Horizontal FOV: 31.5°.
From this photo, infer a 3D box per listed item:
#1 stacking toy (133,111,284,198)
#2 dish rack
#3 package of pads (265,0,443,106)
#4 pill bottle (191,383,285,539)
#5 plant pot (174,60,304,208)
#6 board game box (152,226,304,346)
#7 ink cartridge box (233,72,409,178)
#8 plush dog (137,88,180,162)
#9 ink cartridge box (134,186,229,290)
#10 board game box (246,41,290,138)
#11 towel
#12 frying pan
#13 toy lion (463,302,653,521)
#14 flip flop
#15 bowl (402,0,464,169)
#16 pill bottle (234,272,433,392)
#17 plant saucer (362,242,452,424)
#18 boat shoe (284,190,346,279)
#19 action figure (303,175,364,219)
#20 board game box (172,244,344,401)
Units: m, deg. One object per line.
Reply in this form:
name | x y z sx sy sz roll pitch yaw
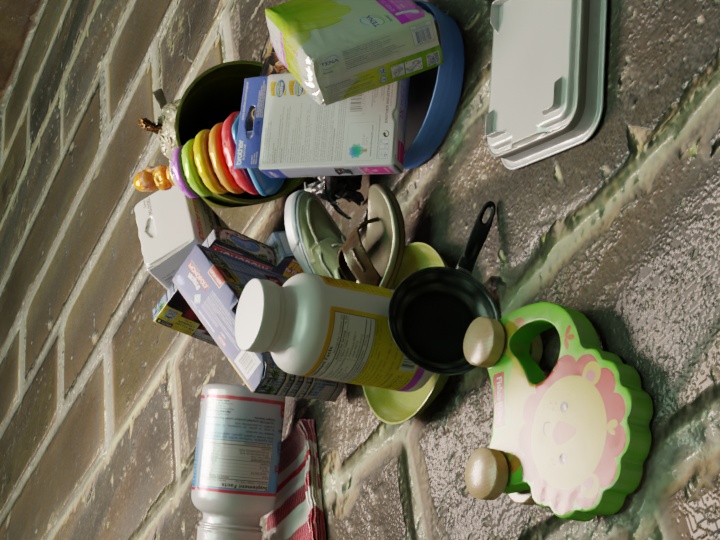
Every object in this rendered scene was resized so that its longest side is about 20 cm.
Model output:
stacking toy | -0.205 -0.134 1.649 0.199 0.110 0.116 -15 26 17
dish rack | 0.175 -0.211 1.259 0.172 0.043 0.201 -18 65 60
package of pads | -0.015 -0.266 1.444 0.200 0.154 0.068 -127 18 -57
pill bottle | -0.157 0.248 1.624 0.109 0.108 0.201 -10 73 62
plant pot | -0.178 -0.171 1.817 0.193 0.200 0.201 147 130 -70
board game box | -0.142 0.013 1.688 0.200 0.200 0.062 -51 36 20
ink cartridge box | -0.045 -0.169 1.469 0.199 0.042 0.120 0 76 20
plush dog | -0.238 -0.230 2.011 0.171 0.160 0.201 -13 66 37
ink cartridge box | -0.218 -0.011 1.785 0.084 0.200 0.145 -32 42 10
board game box | -0.060 -0.247 1.580 0.135 0.035 0.201 -5 55 29
towel | -0.088 0.305 1.612 0.144 0.023 0.201 -50 38 46
frying pan | 0.082 0.017 1.286 0.031 0.115 0.191 113 159 -64
toy lion | 0.175 0.120 1.119 0.192 0.069 0.201 -28 55 50
flip flop | 0.000 0.000 1.443 0.081 0.057 0.201 34 110 62
bowl | 0.058 -0.215 1.498 0.201 0.039 0.201 -33 51 55
pill bottle | -0.023 0.061 1.302 0.104 0.199 0.105 -36 48 54
plant saucer | 0.059 0.070 1.397 0.200 0.031 0.201 -36 49 55
boat shoe | -0.029 -0.007 1.529 0.062 0.072 0.201 -25 85 39
action figure | -0.044 -0.150 1.600 0.102 0.119 0.201 -15 55 29
board game box | -0.098 0.067 1.556 0.062 0.200 0.200 -53 56 19
